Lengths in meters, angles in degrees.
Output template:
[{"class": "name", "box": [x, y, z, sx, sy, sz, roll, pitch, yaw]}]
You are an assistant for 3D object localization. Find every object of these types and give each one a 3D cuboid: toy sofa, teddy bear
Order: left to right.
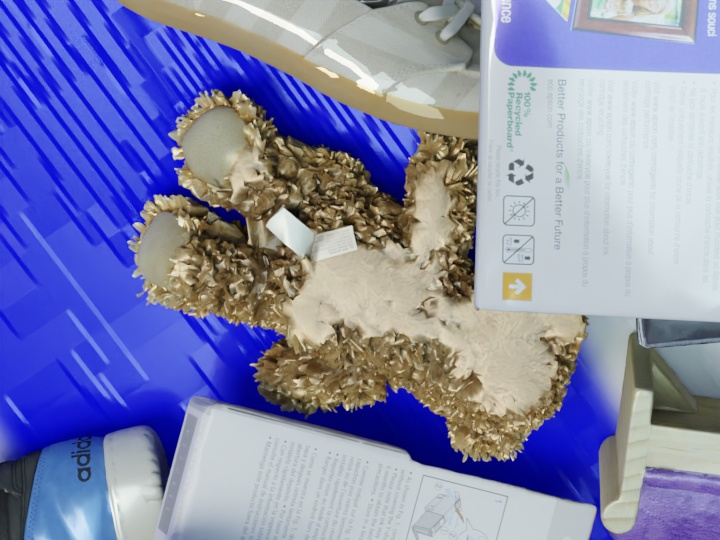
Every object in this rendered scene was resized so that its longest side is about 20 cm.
[{"class": "teddy bear", "box": [0.000, 0.000, 1.260, 0.200, 0.067, 0.145, 9, 99, 7]}, {"class": "toy sofa", "box": [0.201, 0.093, 1.260, 0.200, 0.083, 0.098, 8, 107, 1]}]

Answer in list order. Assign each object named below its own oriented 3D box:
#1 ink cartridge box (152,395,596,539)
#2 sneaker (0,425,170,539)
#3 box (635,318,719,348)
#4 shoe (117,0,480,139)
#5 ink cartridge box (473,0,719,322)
[{"class": "ink cartridge box", "box": [-0.011, 0.171, 1.269, 0.176, 0.045, 0.200, 15, 89, -14]}, {"class": "sneaker", "box": [-0.124, 0.173, 1.307, 0.111, 0.077, 0.200, -11, 103, 1]}, {"class": "box", "box": [0.198, -0.087, 1.181, 0.200, 0.123, 0.198, -5, 106, 7]}, {"class": "shoe", "box": [-0.005, -0.105, 1.215, 0.200, 0.070, 0.053, 20, 116, -1]}, {"class": "ink cartridge box", "box": [0.143, -0.076, 1.102, 0.200, 0.043, 0.198, 4, 109, 8]}]
